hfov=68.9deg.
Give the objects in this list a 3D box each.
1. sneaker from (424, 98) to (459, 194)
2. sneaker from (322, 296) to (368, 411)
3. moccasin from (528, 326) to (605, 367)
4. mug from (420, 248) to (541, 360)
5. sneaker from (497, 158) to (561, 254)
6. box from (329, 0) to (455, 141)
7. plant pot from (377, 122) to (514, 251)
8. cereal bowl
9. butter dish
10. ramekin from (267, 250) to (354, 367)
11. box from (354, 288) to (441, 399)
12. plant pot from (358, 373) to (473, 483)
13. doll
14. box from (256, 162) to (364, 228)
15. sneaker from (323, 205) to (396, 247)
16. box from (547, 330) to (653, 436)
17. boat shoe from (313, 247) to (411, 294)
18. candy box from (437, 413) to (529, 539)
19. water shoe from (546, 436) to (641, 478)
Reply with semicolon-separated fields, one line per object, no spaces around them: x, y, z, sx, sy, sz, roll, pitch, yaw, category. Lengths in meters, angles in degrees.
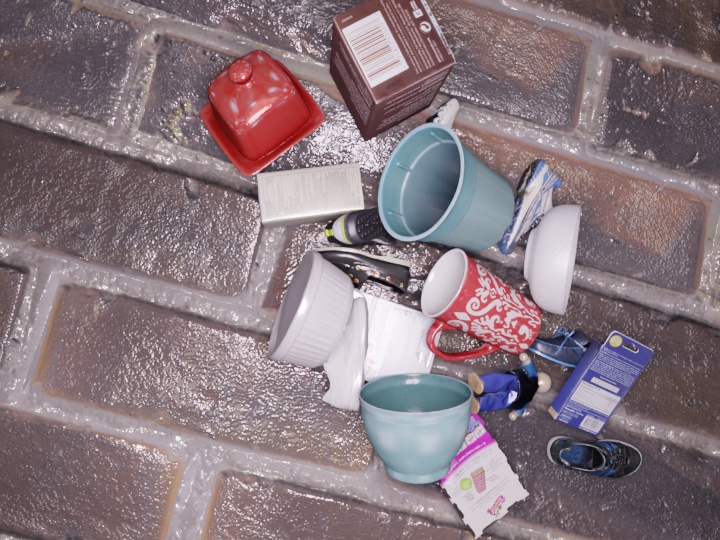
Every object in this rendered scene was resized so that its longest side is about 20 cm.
0.145;-0.241;1.038;0.080;0.075;0.203;30;90;-11;sneaker
-0.031;0.148;0.954;0.086;0.075;0.207;7;88;8;sneaker
0.419;0.148;1.032;0.194;0.080;0.070;13;99;-17;moccasin
0.217;0.080;0.986;0.196;0.135;0.179;27;122;-19;mug
0.343;-0.116;1.041;0.084;0.077;0.204;28;84;-7;sneaker
0.049;-0.377;0.968;0.161;0.200;0.169;-29;89;-7;box
0.166;-0.130;0.947;0.193;0.198;0.207;15;84;-38;plant pot
0.359;-0.024;0.990;0.081;0.199;0.207;9;84;26;cereal bowl
-0.196;-0.316;0.951;0.197;0.148;0.201;-36;68;-7;butter dish
-0.086;0.076;0.933;0.092;0.202;0.207;24;84;-16;ramekin
0.047;0.140;1.012;0.194;0.041;0.160;18;85;-2;box
0.095;0.273;0.899;0.193;0.200;0.139;-2;96;-5;plant pot
0.290;0.219;0.992;0.195;0.048;0.141;1;106;-29;doll
-0.095;-0.141;1.000;0.193;0.078;0.098;-6;86;-5;box
0.000;-0.080;0.970;0.081;0.198;0.074;-9;87;30;sneaker
0.459;0.212;1.002;0.119;0.033;0.204;23;106;-19;box
0.000;-0.001;1.001;0.195;0.074;0.065;12;77;-9;boat shoe
0.207;0.374;1.000;0.135;0.061;0.203;-33;88;-7;candy box
0.463;0.369;1.014;0.193;0.079;0.074;6;86;-5;water shoe
